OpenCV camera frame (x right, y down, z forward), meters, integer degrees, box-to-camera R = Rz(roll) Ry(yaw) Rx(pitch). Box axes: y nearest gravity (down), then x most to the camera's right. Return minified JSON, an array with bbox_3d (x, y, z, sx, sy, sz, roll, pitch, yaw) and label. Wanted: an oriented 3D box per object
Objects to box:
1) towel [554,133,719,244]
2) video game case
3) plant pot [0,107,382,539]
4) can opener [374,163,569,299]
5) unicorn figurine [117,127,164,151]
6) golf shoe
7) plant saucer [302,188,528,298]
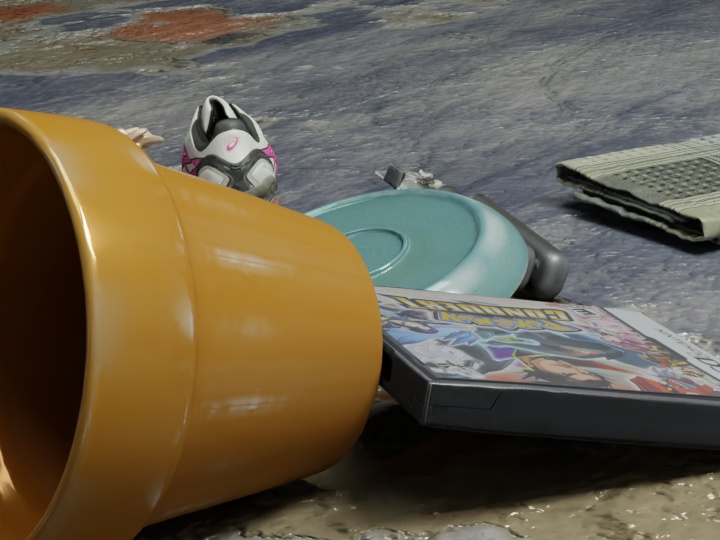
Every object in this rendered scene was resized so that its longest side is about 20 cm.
[{"bbox_3d":[0.263,-0.057,1.354,0.199,0.035,0.192,-10,20,-25],"label":"towel"},{"bbox_3d":[0.093,0.046,0.954,0.198,0.026,0.181,6,12,-20],"label":"video game case"},{"bbox_3d":[-0.097,0.034,0.879,0.182,0.202,0.200,3,8,-39],"label":"plant pot"},{"bbox_3d":[0.063,-0.018,1.244,0.053,0.067,0.200,12,16,-30],"label":"can opener"},{"bbox_3d":[-0.216,-0.040,1.148,0.136,0.075,0.199,1,9,34],"label":"unicorn figurine"},{"bbox_3d":[-0.097,-0.090,1.443,0.072,0.093,0.200,-9,15,-10],"label":"golf shoe"},{"bbox_3d":[0.000,0.000,1.135,0.199,0.028,0.201,-14,26,7],"label":"plant saucer"}]
